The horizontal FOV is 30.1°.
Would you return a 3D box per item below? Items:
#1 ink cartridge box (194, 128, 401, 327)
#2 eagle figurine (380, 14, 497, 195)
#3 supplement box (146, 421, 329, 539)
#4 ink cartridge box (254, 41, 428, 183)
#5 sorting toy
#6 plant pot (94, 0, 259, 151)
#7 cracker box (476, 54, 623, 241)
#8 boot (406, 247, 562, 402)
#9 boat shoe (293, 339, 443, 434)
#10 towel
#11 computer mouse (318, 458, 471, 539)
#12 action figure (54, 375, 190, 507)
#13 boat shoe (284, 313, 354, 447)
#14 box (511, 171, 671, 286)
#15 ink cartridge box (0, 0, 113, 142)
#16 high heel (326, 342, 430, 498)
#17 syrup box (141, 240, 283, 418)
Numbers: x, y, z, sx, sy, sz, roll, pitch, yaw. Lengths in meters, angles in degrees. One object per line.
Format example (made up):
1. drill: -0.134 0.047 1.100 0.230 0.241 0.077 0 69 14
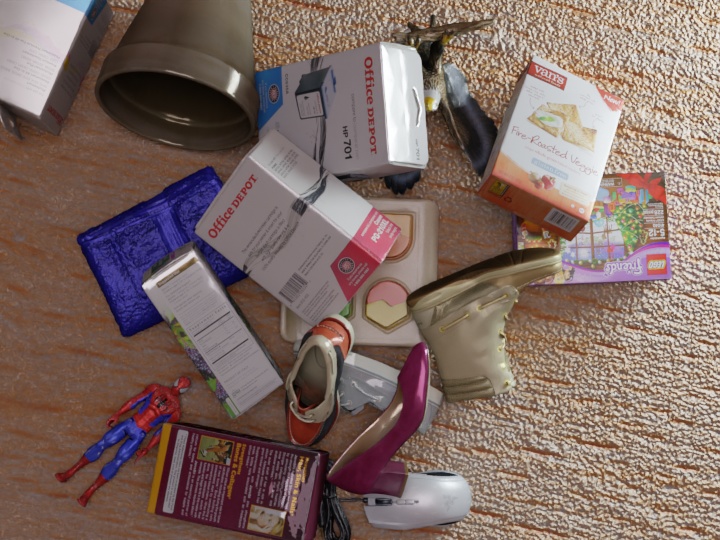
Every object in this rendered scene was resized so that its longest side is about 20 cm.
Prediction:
1. ink cartridge box: -0.076 -0.047 1.592 0.199 0.085 0.145 38 127 -3
2. eagle figurine: 0.090 -0.208 1.679 0.150 0.150 0.202 12 121 36
3. supplement box: -0.146 0.255 1.622 0.197 0.086 0.112 10 86 9
4. ink cartridge box: -0.026 -0.184 1.626 0.198 0.085 0.149 -8 85 38
5. sorting toy: 0.000 0.000 1.688 0.197 0.036 0.188 2 86 -3
6. plant pot: -0.208 -0.268 1.635 0.197 0.200 0.176 11 68 -2
7. cracker box: 0.237 -0.153 1.657 0.133 0.058 0.202 25 58 -5
8. boot: 0.173 0.068 1.656 0.198 0.073 0.157 -21 100 4
9. boat shoe: 0.003 0.146 1.661 0.199 0.070 0.072 22 82 -4
10. towel: -0.240 -0.024 1.671 0.198 0.050 0.149 -28 87 -4
11. computer mouse: 0.042 0.284 1.666 0.197 0.044 0.111 -3 85 -3
12. action figure: -0.285 0.203 1.655 0.200 0.052 0.065 -44 85 -7
13. boat shoe: -0.058 0.144 1.612 0.071 0.063 0.202 26 127 10
14. box: 0.292 -0.052 1.705 0.197 0.039 0.139 -3 87 -3
15. ink cartridge box: -0.406 -0.267 1.640 0.124 0.129 0.202 24 85 -1
16. high heel: 0.024 0.176 1.609 0.095 0.067 0.202 11 109 -8
17. syrup box: -0.180 0.070 1.629 0.081 0.079 0.201 -34 102 -2
